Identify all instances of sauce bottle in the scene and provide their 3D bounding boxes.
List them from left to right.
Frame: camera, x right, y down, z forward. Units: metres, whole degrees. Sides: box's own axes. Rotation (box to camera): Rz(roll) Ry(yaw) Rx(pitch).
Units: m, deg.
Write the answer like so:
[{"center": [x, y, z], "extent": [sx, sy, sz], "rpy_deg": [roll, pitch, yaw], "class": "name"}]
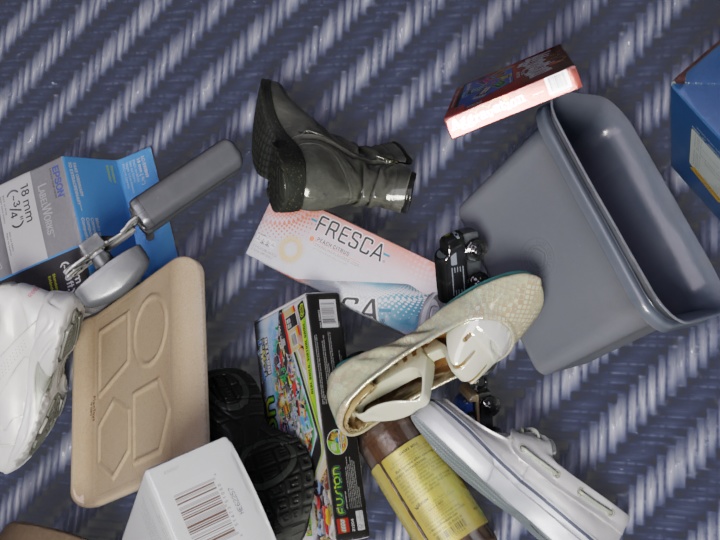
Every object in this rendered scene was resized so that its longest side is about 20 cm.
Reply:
[{"center": [0.039, 0.160, 0.854], "extent": [0.064, 0.065, 0.202], "rpy_deg": [-35, 73, 9], "class": "sauce bottle"}]

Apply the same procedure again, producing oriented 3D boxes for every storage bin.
[{"center": [0.179, -0.021, 0.814], "extent": [0.134, 0.144, 0.203], "rpy_deg": [-37, 70, 37], "class": "storage bin"}]

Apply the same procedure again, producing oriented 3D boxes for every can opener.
[{"center": [-0.186, -0.041, 0.942], "extent": [0.199, 0.053, 0.067], "rpy_deg": [-36, 92, -15], "class": "can opener"}]

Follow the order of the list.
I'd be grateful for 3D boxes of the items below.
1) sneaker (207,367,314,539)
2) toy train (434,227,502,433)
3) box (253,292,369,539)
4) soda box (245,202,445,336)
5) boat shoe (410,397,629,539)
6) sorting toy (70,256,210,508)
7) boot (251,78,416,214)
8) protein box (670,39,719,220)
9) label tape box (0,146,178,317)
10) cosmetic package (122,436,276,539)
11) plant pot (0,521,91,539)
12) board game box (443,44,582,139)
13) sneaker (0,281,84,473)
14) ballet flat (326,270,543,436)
[{"center": [-0.093, 0.171, 0.863], "extent": [0.075, 0.092, 0.201], "rpy_deg": [-8, 35, -21], "class": "sneaker"}, {"center": [0.086, 0.066, 0.828], "extent": [0.045, 0.034, 0.204], "rpy_deg": [-11, 107, -12], "class": "toy train"}, {"center": [-0.045, 0.131, 0.869], "extent": [0.110, 0.034, 0.204], "rpy_deg": [-28, 67, 56], "class": "box"}, {"center": [0.000, 0.000, 0.896], "extent": [0.198, 0.063, 0.069], "rpy_deg": [26, 89, 21], "class": "soda box"}, {"center": [0.130, 0.159, 0.812], "extent": [0.200, 0.073, 0.067], "rpy_deg": [42, 76, -7], "class": "boat shoe"}, {"center": [-0.199, 0.106, 0.916], "extent": [0.198, 0.036, 0.189], "rpy_deg": [-26, 61, 41], "class": "sorting toy"}, {"center": [-0.027, -0.107, 0.918], "extent": [0.128, 0.069, 0.201], "rpy_deg": [1, 35, -18], "class": "boot"}, {"center": [0.337, -0.075, 0.725], "extent": [0.134, 0.200, 0.200], "rpy_deg": [-39, 71, 7], "class": "protein box"}, {"center": [-0.290, -0.030, 0.995], "extent": [0.197, 0.063, 0.147], "rpy_deg": [-22, 75, 14], "class": "label tape box"}, {"center": [-0.131, 0.218, 0.794], "extent": [0.073, 0.201, 0.103], "rpy_deg": [-19, 71, -25], "class": "cosmetic package"}, {"center": [-0.283, 0.321, 0.880], "extent": [0.197, 0.201, 0.177], "rpy_deg": [7, 66, 19], "class": "plant pot"}, {"center": [0.122, -0.149, 0.817], "extent": [0.101, 0.200, 0.020], "rpy_deg": [-20, 103, 13], "class": "board game box"}, {"center": [-0.328, 0.095, 0.952], "extent": [0.098, 0.078, 0.203], "rpy_deg": [22, 108, 1], "class": "sneaker"}, {"center": [0.062, 0.072, 0.780], "extent": [0.198, 0.067, 0.063], "rpy_deg": [-31, 39, 20], "class": "ballet flat"}]
